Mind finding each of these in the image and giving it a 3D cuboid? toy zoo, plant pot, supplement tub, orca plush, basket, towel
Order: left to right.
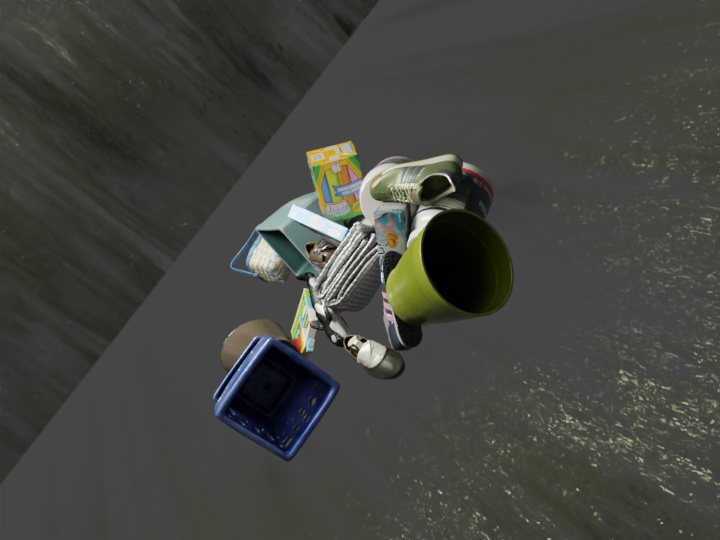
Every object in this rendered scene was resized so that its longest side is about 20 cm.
[{"bbox_3d":[-0.229,0.204,1.779,0.179,0.137,0.200,-28,16,-21],"label":"basket"},{"bbox_3d":[-0.286,-0.050,2.235,0.199,0.139,0.177,22,71,34],"label":"basket"},{"bbox_3d":[-0.193,0.264,1.588,0.201,0.200,0.180,-56,17,-10],"label":"plant pot"},{"bbox_3d":[-0.136,0.145,1.790,0.200,0.020,0.132,-110,36,-63],"label":"toy zoo"},{"bbox_3d":[-0.132,-0.113,2.032,0.200,0.197,0.195,-48,22,-19],"label":"plant pot"},{"bbox_3d":[-0.096,0.100,1.678,0.071,0.201,0.105,-35,-7,6],"label":"orca plush"},{"bbox_3d":[0.000,0.000,1.642,0.085,0.165,0.201,39,100,22],"label":"towel"},{"bbox_3d":[0.074,-0.173,1.635,0.140,0.140,0.200,-42,5,17],"label":"supplement tub"},{"bbox_3d":[0.146,0.015,1.367,0.193,0.200,0.201,-35,25,56],"label":"plant pot"},{"bbox_3d":[0.186,-0.110,1.509,0.140,0.140,0.201,-18,40,51],"label":"supplement tub"}]

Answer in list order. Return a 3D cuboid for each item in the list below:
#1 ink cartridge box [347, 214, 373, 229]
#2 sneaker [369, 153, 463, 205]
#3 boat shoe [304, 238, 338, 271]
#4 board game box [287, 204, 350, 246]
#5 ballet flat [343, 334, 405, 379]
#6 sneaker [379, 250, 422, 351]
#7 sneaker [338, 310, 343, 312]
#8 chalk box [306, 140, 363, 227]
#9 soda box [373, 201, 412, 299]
[{"bbox_3d":[0.055,-0.140,1.853,0.201,0.084,0.146,-56,23,-11],"label":"ink cartridge box"},{"bbox_3d":[0.107,-0.167,1.456,0.199,0.067,0.090,-15,40,19],"label":"sneaker"},{"bbox_3d":[-0.088,-0.034,1.789,0.072,0.072,0.200,-49,22,-17],"label":"boat shoe"},{"bbox_3d":[-0.062,-0.086,1.704,0.150,0.200,0.037,25,89,23],"label":"board game box"},{"bbox_3d":[0.016,0.172,1.492,0.068,0.068,0.200,-55,24,-11],"label":"ballet flat"},{"bbox_3d":[0.065,0.064,1.469,0.082,0.070,0.202,142,124,-59],"label":"sneaker"},{"bbox_3d":[-0.049,0.032,1.810,0.200,0.081,0.088,-53,21,-25],"label":"sneaker"},{"bbox_3d":[-0.049,-0.199,1.826,0.123,0.201,0.125,-16,27,-2],"label":"chalk box"},{"bbox_3d":[0.076,-0.040,1.525,0.063,0.202,0.068,0,25,20],"label":"soda box"}]
